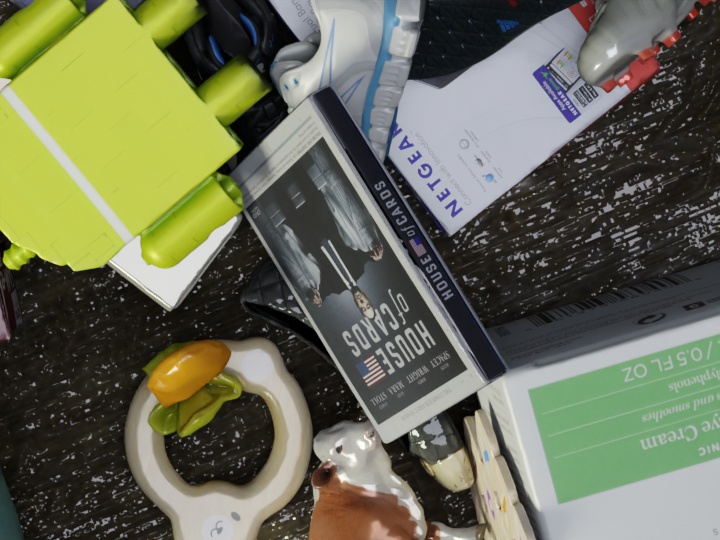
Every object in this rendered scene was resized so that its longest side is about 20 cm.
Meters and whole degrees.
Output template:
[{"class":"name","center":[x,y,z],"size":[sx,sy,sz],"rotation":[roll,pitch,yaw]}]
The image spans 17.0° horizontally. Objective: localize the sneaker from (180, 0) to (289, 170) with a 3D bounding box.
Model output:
[{"class":"sneaker","center":[-0.066,-0.107,1.537],"size":[0.073,0.112,0.201],"rotation":[-29,96,0]}]

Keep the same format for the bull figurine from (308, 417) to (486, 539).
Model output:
[{"class":"bull figurine","center":[0.007,0.194,1.571],"size":[0.121,0.065,0.201],"rotation":[21,106,12]}]

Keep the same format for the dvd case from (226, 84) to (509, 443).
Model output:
[{"class":"dvd case","center":[0.000,0.000,1.474],"size":[0.025,0.150,0.201],"rotation":[-29,86,-29]}]

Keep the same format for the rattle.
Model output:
[{"class":"rattle","center":[-0.080,0.144,1.547],"size":[0.129,0.143,0.202],"rotation":[-3,89,-22]}]

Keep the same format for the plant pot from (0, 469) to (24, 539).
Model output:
[{"class":"plant pot","center":[-0.300,0.176,1.513],"size":[0.198,0.200,0.190],"rotation":[-3,79,-4]}]

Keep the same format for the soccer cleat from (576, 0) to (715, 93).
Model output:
[{"class":"soccer cleat","center":[0.176,-0.177,1.527],"size":[0.078,0.200,0.069],"rotation":[49,130,-2]}]

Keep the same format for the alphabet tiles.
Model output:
[{"class":"alphabet tiles","center":[0.101,0.190,1.525],"size":[0.014,0.201,0.196],"rotation":[-14,134,-6]}]

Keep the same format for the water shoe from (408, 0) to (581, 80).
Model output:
[{"class":"water shoe","center":[0.078,-0.186,1.520],"size":[0.199,0.079,0.072],"rotation":[-21,134,17]}]

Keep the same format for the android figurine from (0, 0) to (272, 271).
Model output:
[{"class":"android figurine","center":[-0.157,-0.083,1.471],"size":[0.200,0.041,0.182],"rotation":[-41,96,7]}]

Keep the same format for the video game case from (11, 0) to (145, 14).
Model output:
[{"class":"video game case","center":[-0.157,-0.248,1.523],"size":[0.143,0.019,0.200],"rotation":[44,93,6]}]

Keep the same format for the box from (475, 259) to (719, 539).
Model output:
[{"class":"box","center":[0.187,0.105,1.528],"size":[0.197,0.200,0.173],"rotation":[-16,97,-2]}]

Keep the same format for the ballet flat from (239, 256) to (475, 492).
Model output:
[{"class":"ballet flat","center":[0.000,0.072,1.578],"size":[0.057,0.066,0.200],"rotation":[-42,88,-19]}]

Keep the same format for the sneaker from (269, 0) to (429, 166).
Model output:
[{"class":"sneaker","center":[-0.018,-0.101,1.500],"size":[0.086,0.075,0.201],"rotation":[15,123,1]}]

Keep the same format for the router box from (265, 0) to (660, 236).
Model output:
[{"class":"router box","center":[0.066,-0.155,1.575],"size":[0.179,0.049,0.200],"rotation":[-39,96,0]}]

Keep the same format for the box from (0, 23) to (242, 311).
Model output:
[{"class":"box","center":[-0.176,-0.067,1.543],"size":[0.200,0.095,0.078],"rotation":[38,91,-7]}]

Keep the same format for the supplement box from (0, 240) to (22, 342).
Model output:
[{"class":"supplement box","center":[-0.321,0.032,1.532],"size":[0.198,0.109,0.061],"rotation":[-12,95,-4]}]
